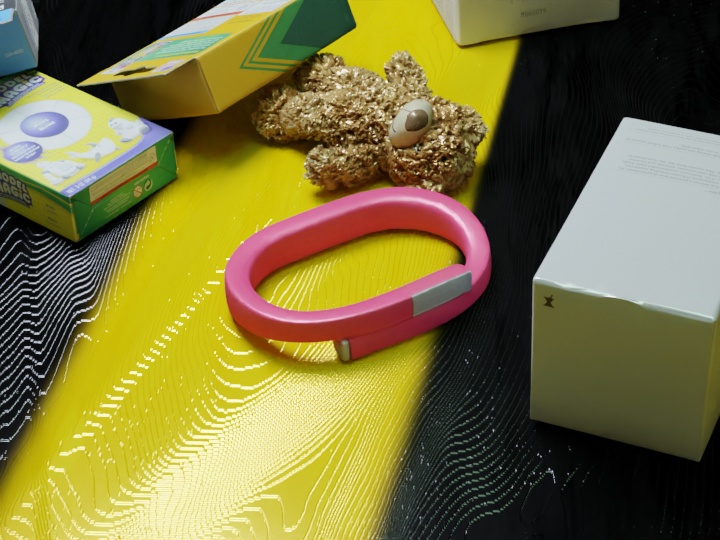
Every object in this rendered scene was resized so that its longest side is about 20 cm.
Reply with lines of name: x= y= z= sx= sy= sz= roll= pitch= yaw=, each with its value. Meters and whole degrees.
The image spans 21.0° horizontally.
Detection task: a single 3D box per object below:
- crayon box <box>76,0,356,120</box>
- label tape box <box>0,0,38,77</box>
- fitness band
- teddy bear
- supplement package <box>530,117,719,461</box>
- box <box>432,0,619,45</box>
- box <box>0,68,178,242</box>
crayon box: x=-0.115 y=-0.174 z=1.581 sx=0.125 sy=0.052 sz=0.200 roll=0 pitch=28 yaw=48
label tape box: x=-0.341 y=-0.183 z=1.587 sx=0.143 sy=0.064 sz=0.200 roll=-16 pitch=24 yaw=-2
fitness band: x=0.000 y=0.000 z=1.389 sx=0.199 sy=0.038 sz=0.144 roll=-20 pitch=37 yaw=-23
teddy bear: x=0.003 y=-0.122 z=1.524 sx=0.144 sy=0.067 sz=0.200 roll=-22 pitch=39 yaw=-20
supplement package: x=0.199 y=0.008 z=1.287 sx=0.121 sy=0.120 sz=0.200 roll=14 pitch=40 yaw=19
box: x=0.129 y=-0.303 z=1.724 sx=0.151 sy=0.107 sz=0.200 roll=-10 pitch=37 yaw=-9
box: x=-0.254 y=-0.100 z=1.533 sx=0.199 sy=0.049 sz=0.117 roll=23 pitch=43 yaw=33
